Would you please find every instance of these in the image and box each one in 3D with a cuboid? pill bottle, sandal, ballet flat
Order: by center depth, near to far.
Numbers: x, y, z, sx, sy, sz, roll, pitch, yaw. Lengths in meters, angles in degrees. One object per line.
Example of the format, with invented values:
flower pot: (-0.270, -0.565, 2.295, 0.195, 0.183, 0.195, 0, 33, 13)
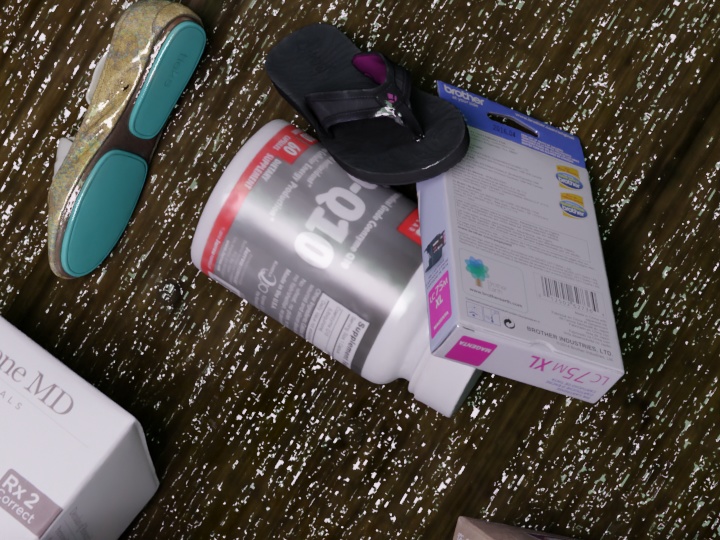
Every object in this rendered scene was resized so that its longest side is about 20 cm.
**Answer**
sandal: (-0.007, -0.113, 1.061, 0.075, 0.048, 0.200, -39, 43, -11)
pill bottle: (0.000, 0.000, 1.081, 0.199, 0.114, 0.115, 32, 93, 8)
ballet flat: (-0.171, -0.093, 1.141, 0.070, 0.071, 0.202, 26, 93, 9)

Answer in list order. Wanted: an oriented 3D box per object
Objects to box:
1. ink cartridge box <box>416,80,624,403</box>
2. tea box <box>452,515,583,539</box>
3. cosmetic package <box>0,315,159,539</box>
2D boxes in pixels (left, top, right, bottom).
ink cartridge box: (0.094, -0.021, 1.041, 0.118, 0.042, 0.202, 17, 48, -23)
tea box: (0.145, 0.272, 1.011, 0.198, 0.134, 0.199, 12, 90, -14)
cosmetic package: (-0.255, 0.146, 1.059, 0.164, 0.165, 0.201, 34, 72, 11)
